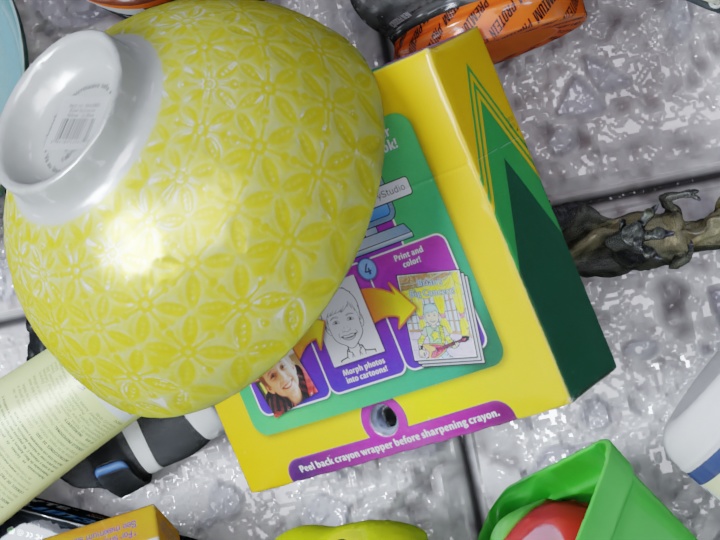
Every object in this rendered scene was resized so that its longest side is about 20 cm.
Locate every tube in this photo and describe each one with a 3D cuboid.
[{"bbox_3d":[-0.166,0.078,0.949,0.199,0.052,0.058,-35,60,13],"label":"tube"}]

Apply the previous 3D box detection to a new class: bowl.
[{"bbox_3d":[-0.098,-0.047,0.853,0.199,0.107,0.201,-24,50,33],"label":"bowl"}]

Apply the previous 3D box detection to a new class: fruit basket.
[{"bbox_3d":[0.045,0.174,0.908,0.214,0.155,0.217,7,70,-19],"label":"fruit basket"}]

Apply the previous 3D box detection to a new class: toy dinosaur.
[{"bbox_3d":[0.113,-0.016,0.947,0.198,0.088,0.048,-9,79,7],"label":"toy dinosaur"}]

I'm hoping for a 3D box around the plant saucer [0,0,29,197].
[{"bbox_3d":[-0.245,-0.083,0.997,0.199,0.027,0.202,-5,80,30],"label":"plant saucer"}]

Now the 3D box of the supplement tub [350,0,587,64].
[{"bbox_3d":[0.035,-0.202,0.940,0.122,0.122,0.201,-20,87,7],"label":"supplement tub"}]

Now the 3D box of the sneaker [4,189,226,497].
[{"bbox_3d":[-0.164,0.027,0.993,0.112,0.073,0.201,-34,86,6],"label":"sneaker"}]

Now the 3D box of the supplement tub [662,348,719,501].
[{"bbox_3d":[0.259,0.091,0.899,0.200,0.145,0.145,39,95,6],"label":"supplement tub"}]

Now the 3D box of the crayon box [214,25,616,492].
[{"bbox_3d":[0.000,0.000,0.926,0.199,0.058,0.174,-19,95,35],"label":"crayon box"}]

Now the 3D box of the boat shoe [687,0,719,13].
[{"bbox_3d":[0.090,-0.170,0.850,0.199,0.076,0.061,24,121,8],"label":"boat shoe"}]

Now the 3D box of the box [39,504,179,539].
[{"bbox_3d":[-0.133,0.221,0.912,0.118,0.042,0.201,-18,54,7],"label":"box"}]

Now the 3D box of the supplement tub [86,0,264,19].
[{"bbox_3d":[-0.102,-0.173,0.920,0.106,0.200,0.108,0,91,8],"label":"supplement tub"}]

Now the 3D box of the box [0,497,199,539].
[{"bbox_3d":[-0.151,0.209,1.005,0.198,0.046,0.160,13,92,8],"label":"box"}]
